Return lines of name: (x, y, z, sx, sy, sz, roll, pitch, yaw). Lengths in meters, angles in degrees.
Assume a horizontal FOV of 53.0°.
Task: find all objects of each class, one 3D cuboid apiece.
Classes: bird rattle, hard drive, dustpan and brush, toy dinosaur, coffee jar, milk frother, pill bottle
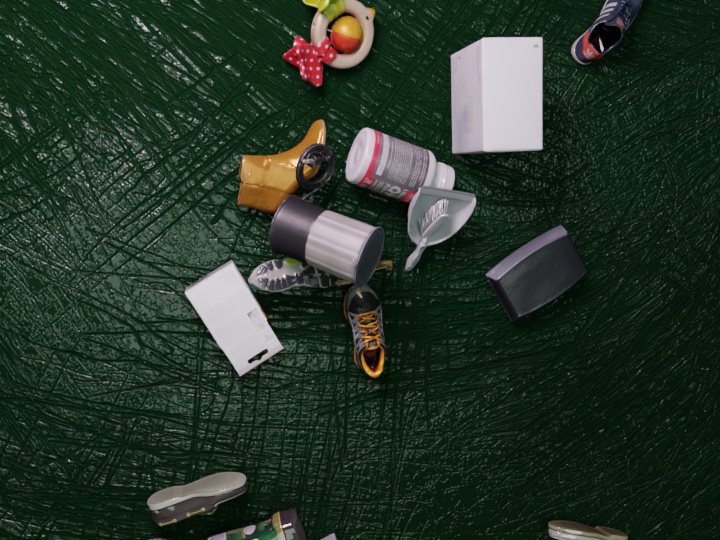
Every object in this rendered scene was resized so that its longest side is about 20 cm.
bird rattle: (-0.048, -0.446, 1.368, 0.162, 0.112, 0.202, 5, 100, -28)
hard drive: (0.380, 0.008, 1.537, 0.199, 0.042, 0.136, -32, 102, -5)
dustpan and brush: (0.134, -0.076, 1.442, 0.138, 0.200, 0.058, 5, 53, -28)
toy dinosaur: (0.000, 0.000, 1.409, 0.100, 0.200, 0.059, -4, 104, 24)
coffee jar: (-0.209, 0.566, 1.476, 0.198, 0.085, 0.105, -17, 97, -7)
milk frother: (-0.046, -0.104, 1.330, 0.187, 0.181, 0.201, 21, 131, 17)
pill bottle: (0.080, -0.196, 1.413, 0.198, 0.111, 0.112, 17, 94, -19)

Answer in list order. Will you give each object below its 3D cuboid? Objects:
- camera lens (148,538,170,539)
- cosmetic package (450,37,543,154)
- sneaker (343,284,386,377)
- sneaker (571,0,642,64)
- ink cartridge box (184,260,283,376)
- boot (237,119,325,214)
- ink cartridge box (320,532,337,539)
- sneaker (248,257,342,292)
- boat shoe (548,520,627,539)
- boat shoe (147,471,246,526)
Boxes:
camera lens: (-0.400, 0.632, 1.389, 0.158, 0.200, 0.162, -2, 98, -11)
cosmetic package: (0.257, -0.328, 1.387, 0.122, 0.200, 0.202, -4, 98, -10)
sneaker: (0.017, 0.123, 1.453, 0.077, 0.077, 0.202, -14, 108, -7)
sneaker: (0.521, -0.506, 1.474, 0.075, 0.084, 0.201, 38, 89, -13)
ink cartridge box: (-0.247, 0.094, 1.424, 0.108, 0.050, 0.201, -31, 103, -6)
boot: (-0.155, -0.206, 1.385, 0.143, 0.071, 0.203, 13, 102, -21)
ink cartridge box: (-0.117, 0.647, 1.474, 0.199, 0.146, 0.083, -25, 100, -7)
sneaker: (-0.127, 0.004, 1.424, 0.198, 0.079, 0.078, -5, 82, -29)
boat shoe: (0.511, 0.614, 1.629, 0.198, 0.075, 0.069, 14, 89, -13)
boat shoe: (-0.322, 0.460, 1.451, 0.199, 0.072, 0.061, -13, 104, -2)
